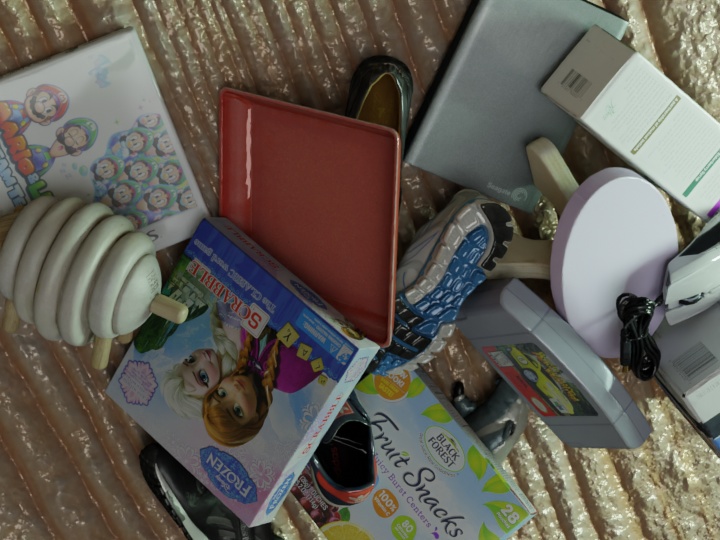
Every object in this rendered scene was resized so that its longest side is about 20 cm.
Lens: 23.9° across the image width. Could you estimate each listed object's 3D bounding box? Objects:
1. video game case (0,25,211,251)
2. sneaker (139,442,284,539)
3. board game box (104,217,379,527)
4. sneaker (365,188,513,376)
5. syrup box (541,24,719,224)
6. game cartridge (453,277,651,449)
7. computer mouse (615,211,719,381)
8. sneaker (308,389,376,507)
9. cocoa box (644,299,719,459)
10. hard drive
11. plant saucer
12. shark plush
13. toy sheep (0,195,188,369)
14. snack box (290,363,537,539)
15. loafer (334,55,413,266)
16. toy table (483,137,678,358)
[{"bbox_3d":[-0.249,-0.093,1.506,0.182,0.024,0.201,-22,114,-3],"label":"video game case"},{"bbox_3d":[-0.136,0.227,1.642,0.087,0.076,0.200,-37,119,-12],"label":"sneaker"},{"bbox_3d":[-0.111,0.089,1.522,0.041,0.200,0.200,-2,127,-60],"label":"board game box"},{"bbox_3d":[0.061,0.009,1.561,0.075,0.087,0.200,35,101,-24],"label":"sneaker"},{"bbox_3d":[0.267,-0.130,1.548,0.200,0.079,0.082,34,99,-34],"label":"syrup box"},{"bbox_3d":[0.176,0.090,1.572,0.200,0.133,0.041,47,66,-12],"label":"game cartridge"},{"bbox_3d":[0.304,0.013,1.540,0.200,0.044,0.110,-41,140,-26],"label":"computer mouse"},{"bbox_3d":[-0.030,0.116,1.541,0.075,0.085,0.201,-21,88,-15],"label":"sneaker"},{"bbox_3d":[0.351,0.085,1.607,0.133,0.200,0.131,-35,115,3],"label":"cocoa box"},{"bbox_3d":[0.139,-0.166,1.554,0.139,0.033,0.200,21,106,-19],"label":"hard drive"},{"bbox_3d":[-0.040,-0.052,1.502,0.037,0.200,0.200,-24,123,-47],"label":"plant saucer"},{"bbox_3d":[0.117,0.143,1.657,0.083,0.091,0.200,34,108,9],"label":"shark plush"},{"bbox_3d":[-0.240,0.005,1.462,0.199,0.138,0.138,19,108,7],"label":"toy sheep"},{"bbox_3d":[0.040,0.204,1.608,0.169,0.068,0.200,-40,78,6],"label":"snack box"},{"bbox_3d":[0.005,-0.091,1.513,0.073,0.072,0.201,5,98,0],"label":"loafer"},{"bbox_3d":[0.207,-0.027,1.557,0.183,0.117,0.201,-20,127,-22],"label":"toy table"}]
